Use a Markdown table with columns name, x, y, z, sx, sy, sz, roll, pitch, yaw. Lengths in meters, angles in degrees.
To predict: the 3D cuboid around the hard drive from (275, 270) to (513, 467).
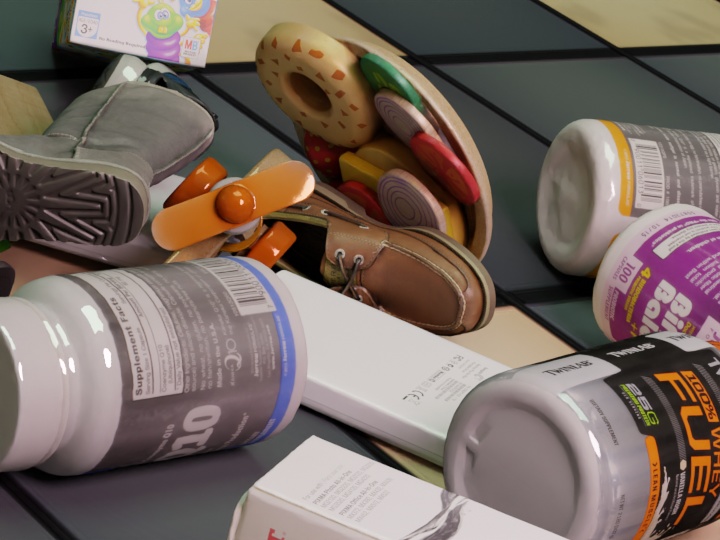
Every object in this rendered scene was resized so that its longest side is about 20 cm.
| name | x | y | z | sx | sy | sz | roll | pitch | yaw |
| --- | --- | --- | --- | --- | --- | --- | --- | --- | --- |
| hard drive | 0.009 | 0.063 | 1.735 | 0.200 | 0.026 | 0.132 | 23 | 24 | 17 |

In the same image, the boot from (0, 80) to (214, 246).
| name | x | y | z | sx | sy | sz | roll | pitch | yaw |
| --- | --- | --- | --- | --- | --- | --- | --- | --- | --- |
| boot | -0.192 | -0.078 | 1.708 | 0.182 | 0.073 | 0.200 | 14 | 25 | -1 |

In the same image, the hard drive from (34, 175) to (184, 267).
| name | x | y | z | sx | sy | sz | roll | pitch | yaw |
| --- | --- | --- | --- | --- | --- | --- | --- | --- | --- |
| hard drive | -0.194 | -0.049 | 1.846 | 0.200 | 0.026 | 0.132 | 17 | 23 | 3 |

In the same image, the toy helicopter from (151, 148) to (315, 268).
| name | x | y | z | sx | sy | sz | roll | pitch | yaw |
| --- | --- | --- | --- | --- | --- | --- | --- | --- | --- |
| toy helicopter | -0.103 | -0.007 | 1.690 | 0.079 | 0.132 | 0.200 | 44 | 55 | -2 |

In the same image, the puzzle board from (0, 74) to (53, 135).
| name | x | y | z | sx | sy | sz | roll | pitch | yaw |
| --- | --- | --- | --- | --- | --- | --- | --- | --- | --- |
| puzzle board | -0.265 | -0.101 | 1.808 | 0.151 | 0.017 | 0.200 | 19 | 18 | -26 |

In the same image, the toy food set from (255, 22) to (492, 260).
| name | x | y | z | sx | sy | sz | roll | pitch | yaw |
| --- | --- | --- | --- | --- | --- | --- | --- | --- | --- |
| toy food set | 0.014 | -0.075 | 1.867 | 0.049 | 0.200 | 0.198 | -38 | 47 | -28 |

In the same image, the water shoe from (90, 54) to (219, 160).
| name | x | y | z | sx | sy | sz | roll | pitch | yaw |
| --- | --- | --- | --- | --- | --- | --- | --- | --- | --- |
| water shoe | -0.141 | -0.101 | 1.934 | 0.079 | 0.072 | 0.200 | 35 | 4 | 6 |

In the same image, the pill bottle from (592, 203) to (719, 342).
| name | x | y | z | sx | sy | sz | roll | pitch | yaw |
| --- | --- | --- | --- | --- | --- | --- | --- | --- | --- |
| pill bottle | 0.253 | 0.046 | 1.817 | 0.112 | 0.112 | 0.200 | -2 | 28 | -35 |

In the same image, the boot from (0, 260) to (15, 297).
| name | x | y | z | sx | sy | sz | roll | pitch | yaw |
| --- | --- | --- | --- | --- | --- | --- | --- | --- | --- |
| boot | -0.329 | -0.013 | 1.632 | 0.200 | 0.068 | 0.188 | 38 | 44 | 26 |

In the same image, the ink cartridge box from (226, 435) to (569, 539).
| name | x | y | z | sx | sy | sz | roll | pitch | yaw |
| --- | --- | --- | --- | --- | --- | --- | --- | --- | --- |
| ink cartridge box | 0.032 | 0.186 | 1.317 | 0.200 | 0.145 | 0.083 | 22 | 25 | 15 |

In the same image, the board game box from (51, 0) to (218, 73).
| name | x | y | z | sx | sy | sz | roll | pitch | yaw |
| --- | --- | --- | --- | --- | --- | --- | --- | --- | --- |
| board game box | -0.168 | -0.208 | 2.060 | 0.105 | 0.103 | 0.200 | 10 | 1 | -10 |

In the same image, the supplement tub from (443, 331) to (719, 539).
| name | x | y | z | sx | sy | sz | roll | pitch | yaw |
| --- | --- | --- | --- | --- | --- | --- | --- | --- | --- |
| supplement tub | 0.153 | 0.103 | 1.611 | 0.123 | 0.123 | 0.200 | 32 | 29 | 34 |

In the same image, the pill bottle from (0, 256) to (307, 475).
| name | x | y | z | sx | sy | sz | roll | pitch | yaw |
| --- | --- | --- | --- | --- | --- | --- | --- | --- | --- |
| pill bottle | -0.138 | 0.055 | 1.552 | 0.200 | 0.114 | 0.114 | -7 | 32 | -41 |

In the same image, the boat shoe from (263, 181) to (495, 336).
| name | x | y | z | sx | sy | sz | roll | pitch | yaw |
| --- | --- | --- | --- | --- | --- | --- | --- | --- | --- |
| boat shoe | 0.000 | 0.000 | 1.832 | 0.068 | 0.072 | 0.200 | -15 | 27 | -43 |

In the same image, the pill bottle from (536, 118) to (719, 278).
| name | x | y | z | sx | sy | sz | roll | pitch | yaw |
| --- | --- | --- | --- | --- | --- | --- | --- | --- | --- |
| pill bottle | 0.239 | -0.045 | 2.012 | 0.200 | 0.116 | 0.116 | 6 | 25 | -22 |

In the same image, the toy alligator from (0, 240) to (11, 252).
| name | x | y | z | sx | sy | sz | roll | pitch | yaw |
| --- | --- | --- | --- | --- | --- | --- | --- | --- | --- |
| toy alligator | -0.278 | -0.029 | 1.741 | 0.059 | 0.054 | 0.200 | -26 | 34 | -32 |
